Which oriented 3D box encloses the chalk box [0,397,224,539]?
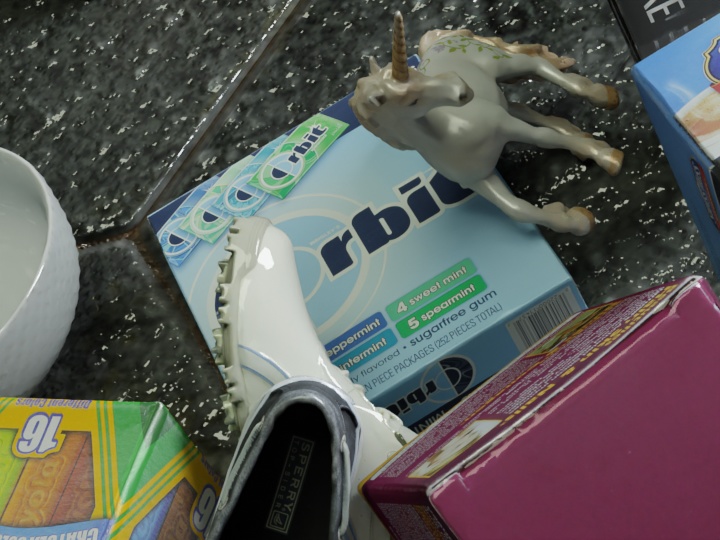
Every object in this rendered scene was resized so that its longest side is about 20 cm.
[{"bbox_3d":[-0.144,0.171,1.005,0.124,0.124,0.201,0,51,29],"label":"chalk box"}]

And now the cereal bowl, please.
[{"bbox_3d":[-0.234,0.031,1.211,0.199,0.084,0.201,-15,46,16],"label":"cereal bowl"}]

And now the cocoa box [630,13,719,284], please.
[{"bbox_3d":[0.216,-0.015,0.918,0.133,0.200,0.132,-30,43,0],"label":"cocoa box"}]

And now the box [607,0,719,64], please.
[{"bbox_3d":[0.133,-0.139,1.039,0.049,0.200,0.159,-24,82,8],"label":"box"}]

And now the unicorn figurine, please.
[{"bbox_3d":[0.058,-0.075,1.089,0.200,0.136,0.074,-108,40,-77],"label":"unicorn figurine"}]

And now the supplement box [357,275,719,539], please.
[{"bbox_3d":[0.088,0.086,0.893,0.131,0.104,0.200,-37,0,-8],"label":"supplement box"}]

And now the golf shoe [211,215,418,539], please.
[{"bbox_3d":[-0.012,0.071,1.016,0.096,0.078,0.202,-9,91,6],"label":"golf shoe"}]

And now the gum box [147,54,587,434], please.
[{"bbox_3d":[0.000,0.000,1.138,0.169,0.045,0.200,-31,43,1],"label":"gum box"}]

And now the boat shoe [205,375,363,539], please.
[{"bbox_3d":[-0.042,0.144,0.946,0.071,0.068,0.202,17,92,1],"label":"boat shoe"}]
